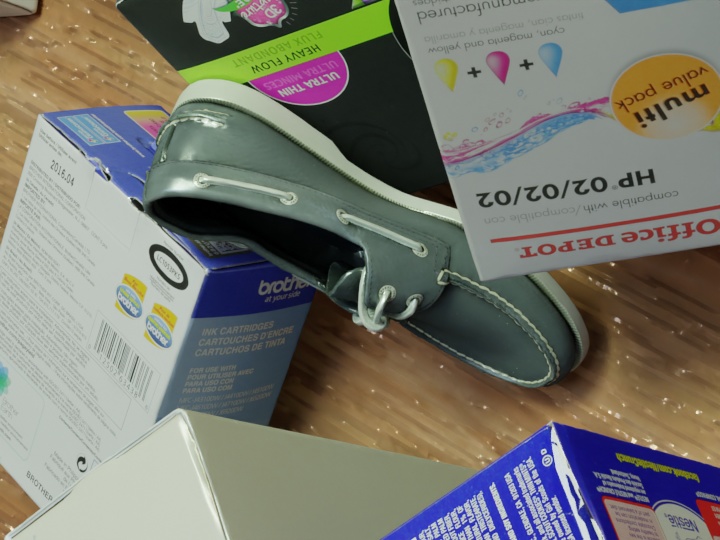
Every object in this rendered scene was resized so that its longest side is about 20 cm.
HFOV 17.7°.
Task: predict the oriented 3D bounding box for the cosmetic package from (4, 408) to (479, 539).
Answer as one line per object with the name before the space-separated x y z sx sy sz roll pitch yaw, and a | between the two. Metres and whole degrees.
cosmetic package | -0.030 0.121 0.922 0.103 0.200 0.073 -37 61 27

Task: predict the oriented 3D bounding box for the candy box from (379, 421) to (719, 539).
candy box | 0.056 0.149 0.871 0.200 0.169 0.077 -37 58 27

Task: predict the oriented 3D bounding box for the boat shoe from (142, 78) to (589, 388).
boat shoe | 0.000 0.000 0.946 0.073 0.200 0.062 -48 12 52

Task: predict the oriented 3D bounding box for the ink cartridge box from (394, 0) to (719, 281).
ink cartridge box | 0.086 -0.066 0.840 0.115 0.200 0.068 -9 45 12

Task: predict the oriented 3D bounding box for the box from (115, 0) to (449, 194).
box | 0.031 -0.131 0.938 0.200 0.149 0.125 -17 43 35

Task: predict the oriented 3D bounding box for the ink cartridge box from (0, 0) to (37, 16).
ink cartridge box | -0.237 -0.234 1.225 0.144 0.085 0.201 1 81 38

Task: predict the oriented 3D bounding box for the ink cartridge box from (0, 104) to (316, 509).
ink cartridge box | -0.098 0.017 1.041 0.136 0.076 0.200 41 125 35
